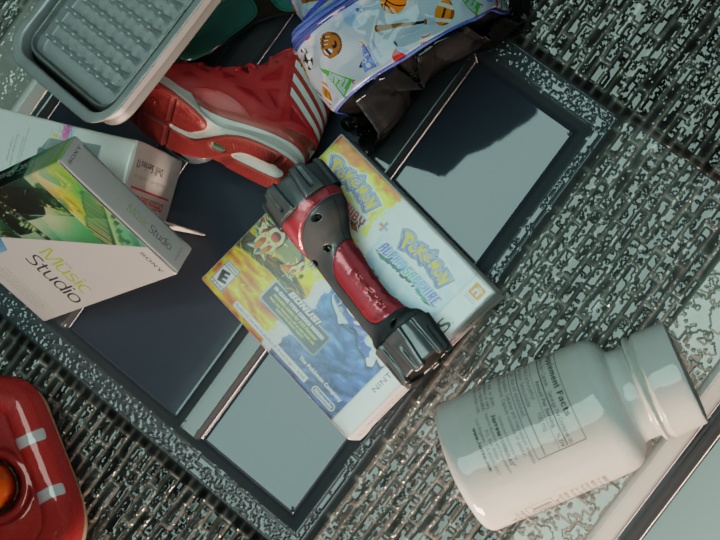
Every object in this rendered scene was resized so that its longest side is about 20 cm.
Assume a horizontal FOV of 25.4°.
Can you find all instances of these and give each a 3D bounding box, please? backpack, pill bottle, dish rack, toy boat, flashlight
[{"bbox_3d":[0.029,-0.206,1.318,0.200,0.191,0.154,-37,96,10],"label":"backpack"},{"bbox_3d":[0.172,0.122,1.299,0.200,0.114,0.115,-25,79,11],"label":"pill bottle"},{"bbox_3d":[-0.192,-0.223,1.352,0.200,0.044,0.172,-52,52,1],"label":"dish rack"},{"bbox_3d":[-0.330,0.194,1.417,0.130,0.131,0.200,-26,79,12],"label":"toy boat"},{"bbox_3d":[0.000,0.000,1.335,0.068,0.068,0.200,-40,75,5],"label":"flashlight"}]

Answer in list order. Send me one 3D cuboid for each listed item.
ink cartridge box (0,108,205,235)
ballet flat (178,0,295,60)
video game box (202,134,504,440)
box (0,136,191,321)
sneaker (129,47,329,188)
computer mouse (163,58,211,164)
[{"bbox_3d":[-0.238,-0.088,1.426,0.199,0.117,0.068,15,89,14],"label":"ink cartridge box"},{"bbox_3d":[-0.090,-0.256,1.428,0.200,0.073,0.073,-25,79,11],"label":"ballet flat"},{"bbox_3d":[-0.008,0.015,1.393,0.182,0.047,0.200,-45,76,4],"label":"video game box"},{"bbox_3d":[-0.260,-0.031,1.381,0.200,0.144,0.036,-19,36,42],"label":"box"},{"bbox_3d":[-0.120,-0.158,1.413,0.200,0.078,0.116,30,57,1],"label":"sneaker"},{"bbox_3d":[-0.196,-0.180,1.461,0.200,0.044,0.110,43,95,15],"label":"computer mouse"}]
